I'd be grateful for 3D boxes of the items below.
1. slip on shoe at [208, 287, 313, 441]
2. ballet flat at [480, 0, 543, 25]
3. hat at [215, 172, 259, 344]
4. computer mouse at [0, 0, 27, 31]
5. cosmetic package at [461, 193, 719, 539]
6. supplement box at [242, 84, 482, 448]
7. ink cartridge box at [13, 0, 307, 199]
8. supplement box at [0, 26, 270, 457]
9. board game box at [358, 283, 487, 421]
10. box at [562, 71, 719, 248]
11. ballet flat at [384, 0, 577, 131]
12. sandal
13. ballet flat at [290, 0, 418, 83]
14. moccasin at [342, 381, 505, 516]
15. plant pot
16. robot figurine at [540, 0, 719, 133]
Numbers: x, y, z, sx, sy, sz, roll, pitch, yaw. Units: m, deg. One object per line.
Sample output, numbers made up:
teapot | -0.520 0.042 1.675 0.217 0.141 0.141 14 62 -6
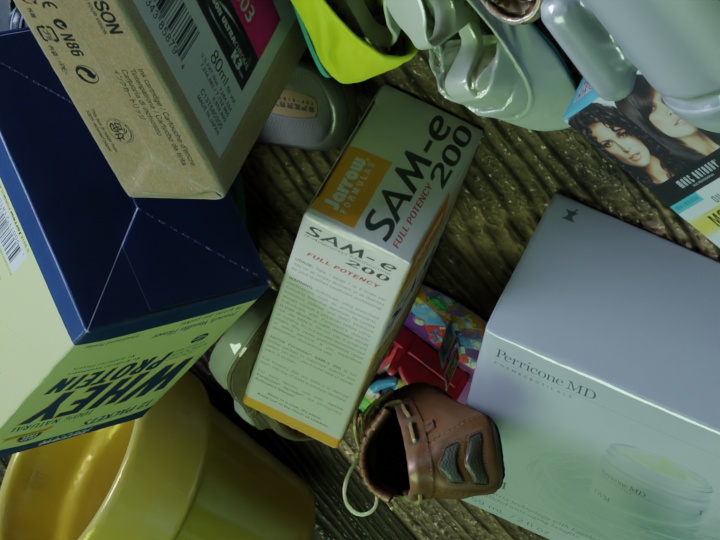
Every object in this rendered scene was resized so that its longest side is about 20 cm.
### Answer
slip on shoe | -0.056 0.071 1.759 0.061 0.076 0.200 34 163 13
ballet flat | 0.045 -0.209 1.370 0.068 0.067 0.200 -22 121 43
hat | -0.077 -0.007 1.746 0.176 0.166 0.200 13 180 -40
computer mouse | -0.239 -0.158 1.670 0.140 0.046 0.200 18 145 15
cosmetic package | 0.175 0.087 1.616 0.199 0.123 0.200 23 145 9
supplement box | 0.000 0.000 1.610 0.073 0.126 0.200 26 141 5
ink cartridge box | -0.110 -0.166 1.455 0.075 0.165 0.200 3 139 31
supplement box | -0.188 -0.019 1.590 0.200 0.134 0.200 -44 66 51
board game box | 0.024 0.080 1.791 0.158 0.039 0.200 11 142 26
box | 0.218 -0.056 1.459 0.200 0.049 0.082 38 146 -12
ballet flat | 0.054 -0.136 1.462 0.069 0.070 0.200 -6 133 41
sandal | -0.094 -0.102 1.604 0.199 0.055 0.082 11 121 31
ballet flat | -0.022 -0.181 1.465 0.067 0.067 0.200 -2 143 28
moccasin | 0.027 0.114 1.601 0.201 0.077 0.074 -153 55 -74
plant pot | -0.145 0.179 1.929 0.189 0.201 0.201 30 150 -27
robot figurine | 0.176 -0.150 1.308 0.169 0.113 0.200 -28 119 25
